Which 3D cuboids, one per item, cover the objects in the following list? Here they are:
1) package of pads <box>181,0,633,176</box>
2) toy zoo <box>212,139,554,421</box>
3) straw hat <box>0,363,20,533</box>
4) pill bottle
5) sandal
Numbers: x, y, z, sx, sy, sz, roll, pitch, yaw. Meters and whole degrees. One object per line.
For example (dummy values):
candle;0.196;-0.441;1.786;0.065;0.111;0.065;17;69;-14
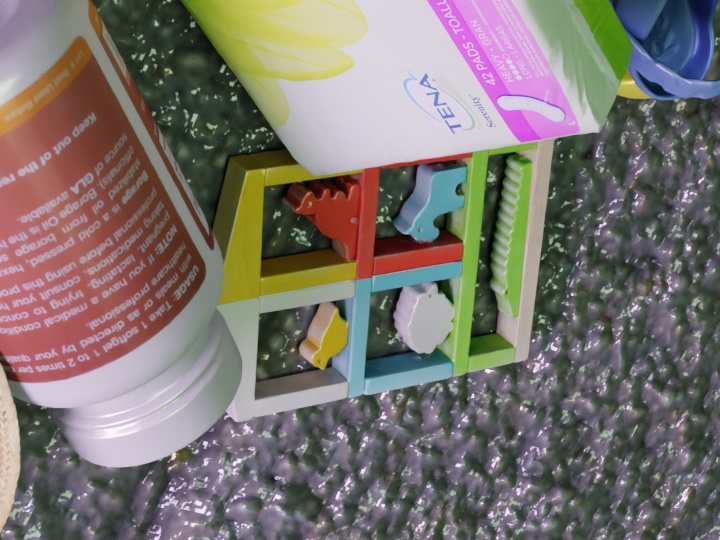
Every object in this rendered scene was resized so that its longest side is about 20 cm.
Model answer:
package of pads;-0.001;-0.127;0.756;0.200;0.154;0.068;53;44;-37
toy zoo;0.000;0.000;0.900;0.200;0.020;0.131;-9;118;-28
straw hat;-0.243;0.063;0.744;0.201;0.085;0.201;-10;114;-23
pill bottle;-0.124;-0.018;0.758;0.112;0.112;0.200;-34;126;-13
sandal;0.131;-0.153;0.863;0.079;0.087;0.200;-41;126;-5
